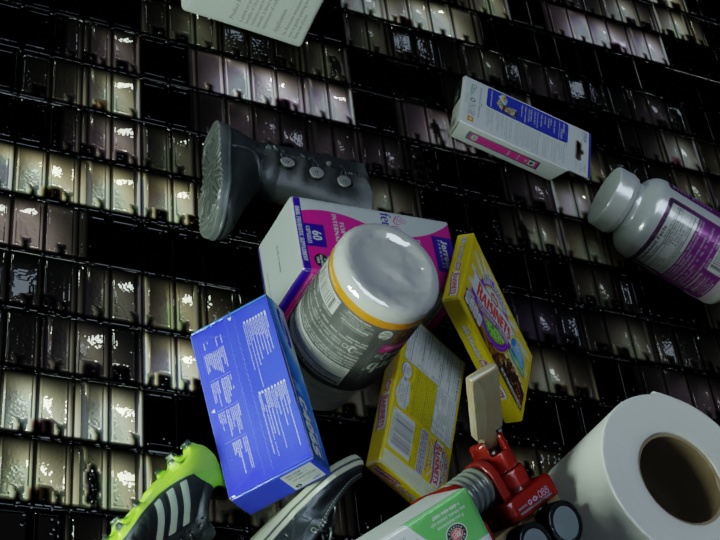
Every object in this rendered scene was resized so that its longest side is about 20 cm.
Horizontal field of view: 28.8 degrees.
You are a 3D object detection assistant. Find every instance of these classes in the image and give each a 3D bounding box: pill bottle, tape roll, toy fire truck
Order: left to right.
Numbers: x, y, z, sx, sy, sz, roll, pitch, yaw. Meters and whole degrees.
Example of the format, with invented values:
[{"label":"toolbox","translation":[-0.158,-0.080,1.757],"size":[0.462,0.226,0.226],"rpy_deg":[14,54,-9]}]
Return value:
[{"label":"pill bottle","translation":[-0.010,0.053,1.435],"size":[0.115,0.200,0.117],"rpy_deg":[15,49,-18]},{"label":"toy fire truck","translation":[0.116,0.214,1.395],"size":[0.175,0.128,0.201],"rpy_deg":[-26,86,-40]},{"label":"tape roll","translation":[0.308,0.254,1.503],"size":[0.201,0.140,0.204],"rpy_deg":[16,48,-18]},{"label":"pill bottle","translation":[0.400,-0.049,1.820],"size":[0.199,0.113,0.113],"rpy_deg":[30,45,-6]}]

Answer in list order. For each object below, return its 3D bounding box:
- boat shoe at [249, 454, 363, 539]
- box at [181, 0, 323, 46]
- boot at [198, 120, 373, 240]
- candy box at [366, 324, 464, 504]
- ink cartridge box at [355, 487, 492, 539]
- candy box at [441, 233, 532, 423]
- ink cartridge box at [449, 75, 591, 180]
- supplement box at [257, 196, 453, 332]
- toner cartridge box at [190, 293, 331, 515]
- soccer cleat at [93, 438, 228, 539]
[{"label":"boat shoe","translation":[-0.056,0.252,1.342],"size":[0.062,0.075,0.200],"rpy_deg":[45,51,3]},{"label":"box","translation":[-0.116,-0.437,1.769],"size":[0.170,0.200,0.202],"rpy_deg":[14,47,-20]},{"label":"boot","translation":[-0.081,-0.080,1.604],"size":[0.198,0.066,0.166],"rpy_deg":[18,49,-23]},{"label":"candy box","translation":[0.061,0.150,1.488],"size":[0.102,0.026,0.201],"rpy_deg":[45,39,-29]},{"label":"ink cartridge box","translation":[0.069,0.319,1.252],"size":[0.145,0.084,0.202],"rpy_deg":[-26,88,-29]},{"label":"candy box","translation":[0.143,0.066,1.553],"size":[0.103,0.026,0.201],"rpy_deg":[-76,146,-45]},{"label":"ink cartridge box","translation":[0.216,-0.183,1.873],"size":[0.198,0.037,0.095],"rpy_deg":[21,46,-11]},{"label":"supplement box","translation":[0.000,0.000,1.555],"size":[0.198,0.104,0.102],"rpy_deg":[9,50,-27]},{"label":"toner cartridge box","translation":[-0.101,0.129,1.380],"size":[0.043,0.094,0.201],"rpy_deg":[50,17,-51]},{"label":"soccer cleat","translation":[-0.182,0.240,1.284],"size":[0.081,0.067,0.200],"rpy_deg":[47,45,-6]}]
